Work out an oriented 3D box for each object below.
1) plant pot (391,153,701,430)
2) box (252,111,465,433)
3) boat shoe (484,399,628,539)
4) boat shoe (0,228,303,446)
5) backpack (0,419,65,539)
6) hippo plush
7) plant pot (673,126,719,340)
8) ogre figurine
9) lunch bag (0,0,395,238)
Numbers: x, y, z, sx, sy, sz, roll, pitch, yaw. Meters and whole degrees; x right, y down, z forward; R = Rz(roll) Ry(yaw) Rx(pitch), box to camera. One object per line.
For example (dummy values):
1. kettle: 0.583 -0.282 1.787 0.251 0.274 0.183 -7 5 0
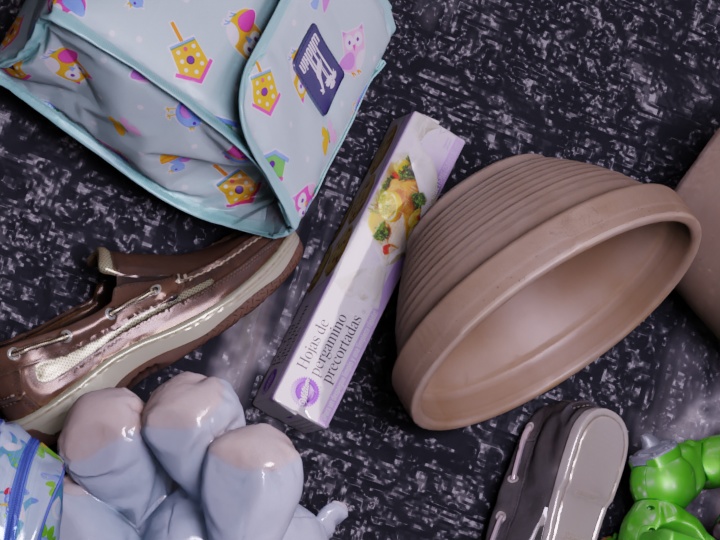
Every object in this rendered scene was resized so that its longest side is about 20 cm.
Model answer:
1. plant pot: 0.091 -0.002 1.635 0.201 0.201 0.093 -27 68 -22
2. box: 0.000 0.000 1.667 0.039 0.041 0.200 30 74 -13
3. boat shoe: 0.102 0.172 1.681 0.067 0.057 0.200 30 76 -36
4. boat shoe: -0.126 0.017 1.596 0.202 0.075 0.075 -36 103 -21
5. backpack: -0.217 0.171 1.435 0.154 0.163 0.200 -8 88 0
6. hippo plush: -0.064 0.140 1.546 0.200 0.161 0.159 47 111 16
7. plant pot: 0.273 -0.013 1.708 0.175 0.200 0.200 37 71 6
8. ogre figurine: 0.205 0.178 1.692 0.120 0.098 0.200 21 87 -29
9. lunch bag: -0.084 -0.133 1.600 0.200 0.122 0.170 33 57 -14
